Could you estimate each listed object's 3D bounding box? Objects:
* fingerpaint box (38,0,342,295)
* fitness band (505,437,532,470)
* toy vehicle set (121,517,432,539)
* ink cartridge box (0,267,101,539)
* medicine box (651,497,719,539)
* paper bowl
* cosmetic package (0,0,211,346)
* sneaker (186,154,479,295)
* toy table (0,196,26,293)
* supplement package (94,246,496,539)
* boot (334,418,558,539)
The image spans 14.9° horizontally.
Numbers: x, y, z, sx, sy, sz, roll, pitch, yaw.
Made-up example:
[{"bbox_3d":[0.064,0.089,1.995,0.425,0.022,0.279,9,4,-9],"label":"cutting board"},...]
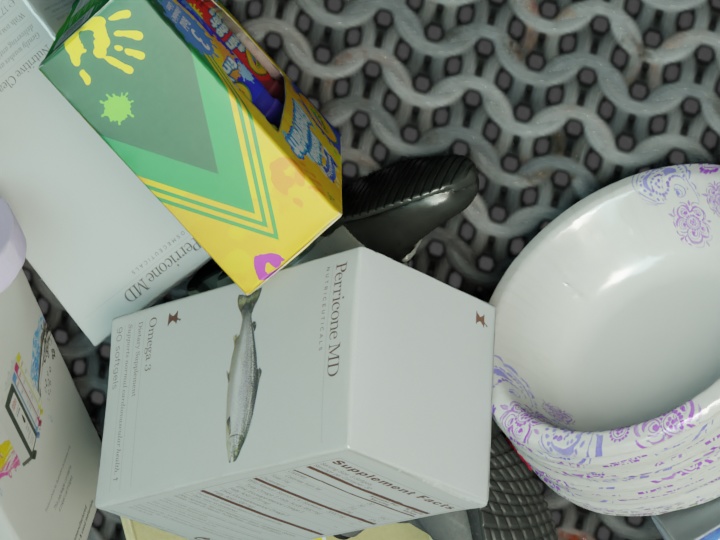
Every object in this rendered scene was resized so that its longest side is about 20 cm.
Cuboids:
[{"bbox_3d":[-0.088,-0.093,1.522,0.073,0.200,0.167,-40,101,9],"label":"fingerpaint box"},{"bbox_3d":[0.160,0.158,1.612,0.199,0.037,0.144,10,115,8],"label":"fitness band"},{"bbox_3d":[-0.049,0.151,1.686,0.199,0.027,0.125,-10,101,18],"label":"toy vehicle set"},{"bbox_3d":[-0.262,0.097,1.634,0.146,0.145,0.201,-9,126,18],"label":"ink cartridge box"},{"bbox_3d":[0.292,0.180,1.525,0.182,0.103,0.201,-31,99,2],"label":"medicine box"},{"bbox_3d":[0.172,0.047,1.517,0.200,0.201,0.104,-23,131,20],"label":"paper bowl"},{"bbox_3d":[-0.166,-0.071,1.631,0.113,0.081,0.200,-39,90,26],"label":"cosmetic package"},{"bbox_3d":[0.000,0.000,1.614,0.199,0.074,0.089,-26,103,31],"label":"sneaker"},{"bbox_3d":[-0.295,-0.043,1.560,0.199,0.184,0.117,-3,131,25],"label":"toy table"},{"bbox_3d":[-0.036,0.076,1.514,0.199,0.117,0.118,-16,60,40],"label":"supplement package"},{"bbox_3d":[0.034,0.137,1.593,0.131,0.070,0.201,-24,78,38],"label":"boot"}]
